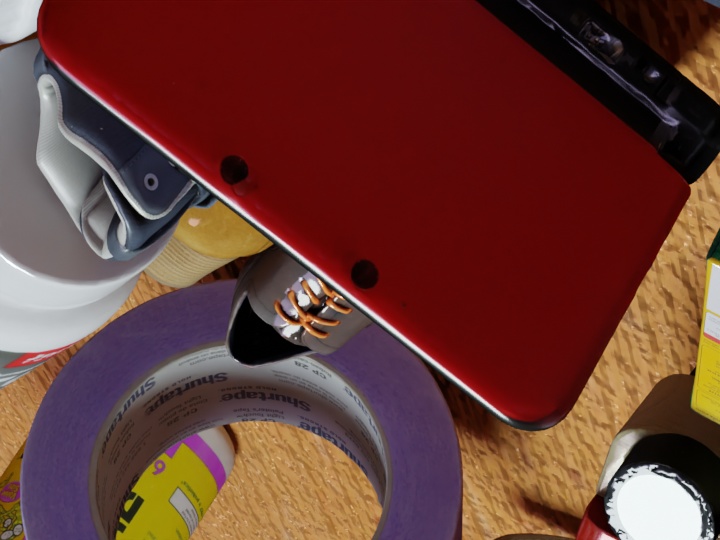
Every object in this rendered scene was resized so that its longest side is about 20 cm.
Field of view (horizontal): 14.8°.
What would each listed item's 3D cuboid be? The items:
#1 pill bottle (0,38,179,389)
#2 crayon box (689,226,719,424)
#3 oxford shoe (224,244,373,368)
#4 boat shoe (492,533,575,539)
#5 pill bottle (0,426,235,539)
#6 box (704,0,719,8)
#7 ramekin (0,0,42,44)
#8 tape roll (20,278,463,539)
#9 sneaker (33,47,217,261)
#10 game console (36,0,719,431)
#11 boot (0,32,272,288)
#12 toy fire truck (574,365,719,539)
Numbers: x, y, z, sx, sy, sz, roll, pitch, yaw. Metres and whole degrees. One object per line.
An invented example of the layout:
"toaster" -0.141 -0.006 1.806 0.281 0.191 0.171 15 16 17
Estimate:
"pill bottle" -0.151 -0.014 1.097 0.114 0.114 0.200 39 151 -14
"crayon box" 0.217 0.044 0.972 0.199 0.058 0.119 26 156 16
"oxford shoe" 0.000 0.000 1.143 0.071 0.073 0.200 37 156 -8
"boat shoe" 0.135 0.155 1.284 0.199 0.072 0.065 16 141 31
"pill bottle" -0.157 0.151 1.475 0.104 0.201 0.104 27 156 13
"box" 0.123 -0.128 0.767 0.199 0.051 0.158 27 155 15
"ramekin" -0.195 -0.154 0.982 0.202 0.094 0.203 43 152 30
"tape roll" -0.052 0.111 1.264 0.199 0.201 0.085 26 155 15
"sneaker" -0.022 -0.044 1.000 0.202 0.147 0.077 33 155 -5
"game console" 0.004 -0.066 0.881 0.200 0.119 0.172 39 -176 -12
"boot" -0.104 -0.085 1.139 0.201 0.071 0.144 42 145 -5
"toy fire truck" 0.173 0.149 1.115 0.175 0.129 0.201 26 126 15
